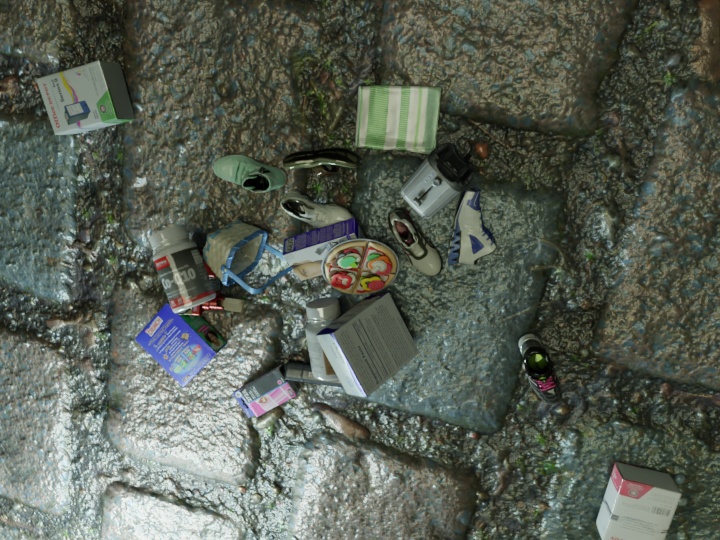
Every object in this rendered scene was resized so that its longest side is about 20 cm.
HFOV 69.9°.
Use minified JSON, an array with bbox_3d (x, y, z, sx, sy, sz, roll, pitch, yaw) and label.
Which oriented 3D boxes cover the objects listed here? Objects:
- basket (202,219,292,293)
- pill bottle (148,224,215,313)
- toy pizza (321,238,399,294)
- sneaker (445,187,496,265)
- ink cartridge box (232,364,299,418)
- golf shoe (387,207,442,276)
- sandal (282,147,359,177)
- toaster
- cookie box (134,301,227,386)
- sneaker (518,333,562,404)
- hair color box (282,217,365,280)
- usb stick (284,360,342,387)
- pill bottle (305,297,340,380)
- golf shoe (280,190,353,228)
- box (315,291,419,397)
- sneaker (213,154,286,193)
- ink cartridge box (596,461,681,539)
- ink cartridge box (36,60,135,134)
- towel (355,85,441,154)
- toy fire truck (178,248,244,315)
[{"bbox_3d":[-0.291,-0.032,1.338,0.199,0.176,0.140,30,125,16],"label":"basket"},{"bbox_3d":[-0.453,-0.005,1.302,0.113,0.114,0.202,-19,94,16],"label":"pill bottle"},{"bbox_3d":[0.000,0.000,1.304,0.198,0.032,0.201,-1,136,-1],"label":"toy pizza"},{"bbox_3d":[0.281,-0.099,1.253,0.114,0.081,0.201,11,114,4],"label":"sneaker"},{"bbox_3d":[-0.285,0.363,1.515,0.199,0.037,0.095,-31,97,20],"label":"ink cartridge box"},{"bbox_3d":[0.131,-0.060,1.284,0.077,0.088,0.201,-36,97,17],"label":"golf shoe"},{"bbox_3d":[-0.095,-0.265,1.286,0.199,0.080,0.058,1,123,18],"label":"sandal"},{"bbox_3d":[0.179,-0.208,1.192,0.114,0.200,0.129,45,126,-3],"label":"toaster"},{"bbox_3d":[-0.519,0.204,1.495,0.171,0.075,0.200,-42,94,19],"label":"cookie box"},{"bbox_3d":[0.458,0.264,1.306,0.073,0.087,0.201,-21,100,16],"label":"sneaker"},{"bbox_3d":[-0.086,-0.052,1.318,0.198,0.065,0.110,-15,137,16],"label":"hair color box"},{"bbox_3d":[-0.118,0.294,1.456,0.198,0.033,0.056,5,77,9],"label":"usb stick"},{"bbox_3d":[-0.087,0.180,1.380,0.113,0.114,0.202,-5,104,13],"label":"pill bottle"},{"bbox_3d":[-0.112,-0.138,1.306,0.198,0.097,0.079,19,106,4],"label":"golf shoe"},{"bbox_3d":[0.019,0.186,1.309,0.105,0.199,0.185,-14,106,57],"label":"box"},{"bbox_3d":[-0.298,-0.245,1.302,0.198,0.118,0.074,12,109,9],"label":"sneaker"},{"bbox_3d":[0.724,0.626,1.356,0.145,0.083,0.202,11,107,8],"label":"ink cartridge box"},{"bbox_3d":[-0.715,-0.447,1.347,0.198,0.088,0.147,-7,105,15],"label":"ink cartridge box"},{"bbox_3d":[0.088,-0.364,1.240,0.198,0.023,0.154,6,106,10],"label":"towel"},{"bbox_3d":[-0.406,0.043,1.413,0.198,0.129,0.178,6,106,-2],"label":"toy fire truck"}]
